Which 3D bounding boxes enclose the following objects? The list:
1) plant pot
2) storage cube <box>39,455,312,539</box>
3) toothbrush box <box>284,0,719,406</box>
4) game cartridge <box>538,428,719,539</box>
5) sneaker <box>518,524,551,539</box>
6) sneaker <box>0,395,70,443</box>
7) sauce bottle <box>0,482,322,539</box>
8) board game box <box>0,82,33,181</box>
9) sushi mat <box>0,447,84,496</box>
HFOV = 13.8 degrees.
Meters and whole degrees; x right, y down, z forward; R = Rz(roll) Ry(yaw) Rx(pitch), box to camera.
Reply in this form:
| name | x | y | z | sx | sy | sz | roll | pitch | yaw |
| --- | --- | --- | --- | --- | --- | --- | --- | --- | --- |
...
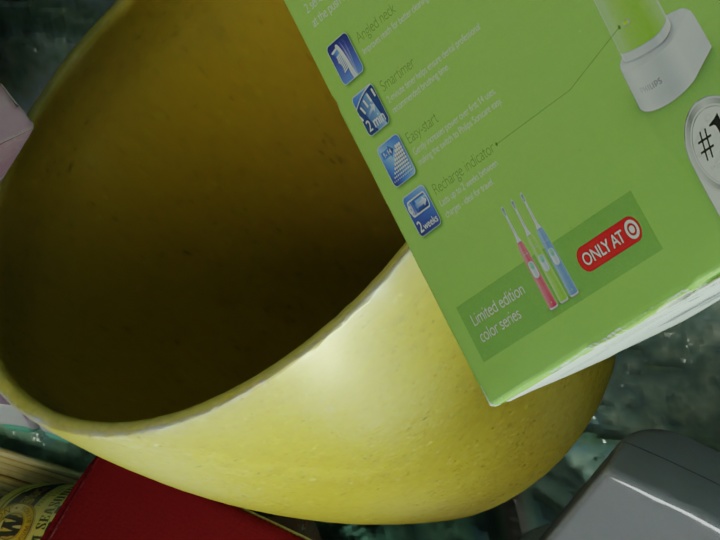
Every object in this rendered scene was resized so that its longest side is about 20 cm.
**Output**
| name | x | y | z | sx | sy | sz | roll | pitch | yaw |
| --- | --- | --- | --- | --- | --- | --- | --- | --- | --- |
| plant pot | 0.000 | 0.000 | 0.922 | 0.199 | 0.201 | 0.142 | -13 | 139 | 36 |
| storage cube | -0.049 | 0.194 | 0.940 | 0.199 | 0.180 | 0.171 | 25 | 152 | 11 |
| toothbrush box | 0.054 | -0.088 | 0.750 | 0.146 | 0.086 | 0.201 | -37 | 80 | 53 |
| game cartridge | 0.137 | 0.143 | 0.932 | 0.200 | 0.041 | 0.133 | 39 | 136 | 4 |
| sneaker | 0.078 | 0.178 | 1.059 | 0.077 | 0.078 | 0.201 | 4 | 122 | 39 |
| sneaker | -0.114 | 0.012 | 1.067 | 0.199 | 0.074 | 0.088 | 14 | 117 | 9 |
| sauce bottle | -0.107 | 0.111 | 1.106 | 0.199 | 0.066 | 0.066 | -3 | 119 | 34 |
| board game box | -0.205 | -0.069 | 0.964 | 0.199 | 0.043 | 0.200 | 52 | 145 | 8 |
| sushi mat | -0.139 | 0.106 | 1.174 | 0.199 | 0.012 | 0.096 | 15 | 126 | 20 |
